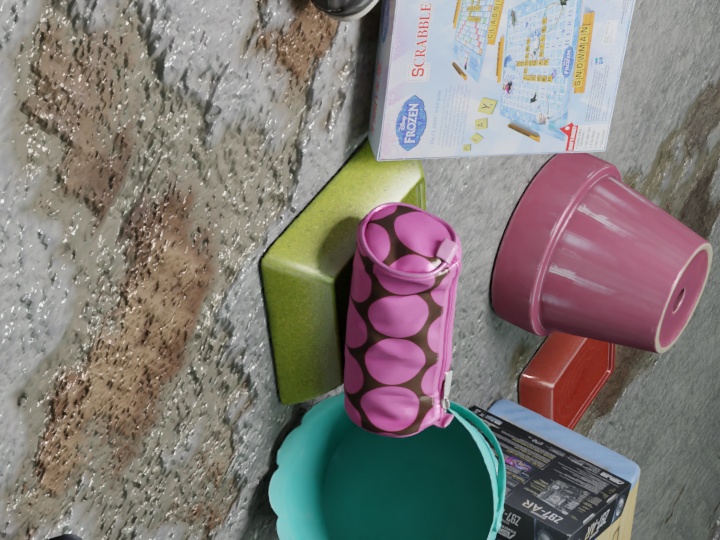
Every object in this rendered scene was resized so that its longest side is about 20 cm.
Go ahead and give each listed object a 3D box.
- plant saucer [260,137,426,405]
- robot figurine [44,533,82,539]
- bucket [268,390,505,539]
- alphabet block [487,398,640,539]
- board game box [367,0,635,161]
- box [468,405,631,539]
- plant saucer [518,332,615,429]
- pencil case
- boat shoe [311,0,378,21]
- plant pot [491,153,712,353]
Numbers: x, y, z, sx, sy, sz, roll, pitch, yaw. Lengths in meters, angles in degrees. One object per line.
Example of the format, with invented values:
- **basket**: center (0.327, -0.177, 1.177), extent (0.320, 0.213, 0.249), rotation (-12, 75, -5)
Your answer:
- **plant saucer**: center (0.000, 0.000, 1.573), extent (0.200, 0.048, 0.200), rotation (-50, 153, -31)
- **robot figurine**: center (-0.230, 0.277, 1.245), extent (0.125, 0.150, 0.200), rotation (94, 18, -54)
- **bucket**: center (0.033, 0.201, 1.661), extent (0.207, 0.207, 0.135), rotation (-64, 165, 0)
- **alphabet block**: center (0.183, 0.302, 2.081), extent (0.196, 0.195, 0.200), rotation (-45, 149, -35)
- **board game box**: center (0.113, -0.184, 1.478), extent (0.199, 0.041, 0.200), rotation (-3, 127, -13)
- **box**: center (0.162, 0.223, 1.944), extent (0.160, 0.200, 0.044), rotation (-26, 136, -56)
- **plant saucer**: center (0.259, 0.124, 2.255), extent (0.200, 0.037, 0.200), rotation (-51, 152, -29)
- **pencil case**: center (0.037, 0.044, 1.518), extent (0.091, 0.094, 0.200), rotation (-45, 149, -39)
- **boat shoe**: center (0.027, -0.271, 1.337), extent (0.200, 0.067, 0.057), rotation (-58, 161, -7)
- **plant pot**: center (0.263, -0.006, 1.955), extent (0.200, 0.179, 0.200), rotation (-47, 150, -37)
